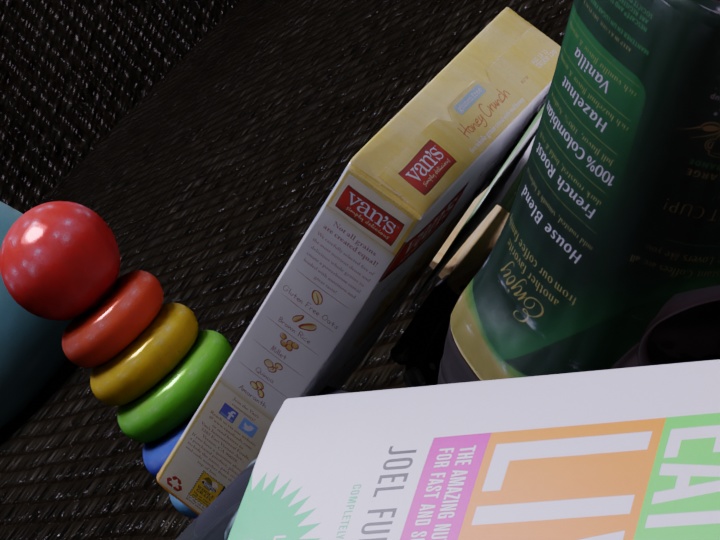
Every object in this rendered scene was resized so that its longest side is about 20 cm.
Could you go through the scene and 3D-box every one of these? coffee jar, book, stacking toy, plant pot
[{"bbox_3d":[0.098,-0.017,0.694,0.085,0.104,0.200,54,135,43],"label":"coffee jar"},{"bbox_3d":[0.050,0.086,0.569,0.200,0.048,0.134,-8,45,31],"label":"book"},{"bbox_3d":[-0.090,0.052,0.971,0.085,0.200,0.085,-40,13,11],"label":"stacking toy"},{"bbox_3d":[-0.338,0.048,1.757,0.201,0.201,0.161,-20,37,59],"label":"plant pot"}]

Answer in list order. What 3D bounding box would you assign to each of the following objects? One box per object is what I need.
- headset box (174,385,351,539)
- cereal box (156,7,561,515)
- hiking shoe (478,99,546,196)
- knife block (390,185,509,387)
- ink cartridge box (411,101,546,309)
[{"bbox_3d":[-0.021,0.137,0.729,0.174,0.093,0.200,-45,13,-11],"label":"headset box"},{"bbox_3d":[0.000,0.000,0.852,0.144,0.040,0.200,-47,-6,-48],"label":"cereal box"},{"bbox_3d":[0.102,-0.066,1.102,0.200,0.076,0.101,-34,4,-5],"label":"hiking shoe"},{"bbox_3d":[0.098,-0.009,0.916,0.200,0.064,0.176,-43,14,-5],"label":"knife block"},{"bbox_3d":[0.100,-0.065,0.852,0.146,0.048,0.200,-55,-3,-32],"label":"ink cartridge box"}]
